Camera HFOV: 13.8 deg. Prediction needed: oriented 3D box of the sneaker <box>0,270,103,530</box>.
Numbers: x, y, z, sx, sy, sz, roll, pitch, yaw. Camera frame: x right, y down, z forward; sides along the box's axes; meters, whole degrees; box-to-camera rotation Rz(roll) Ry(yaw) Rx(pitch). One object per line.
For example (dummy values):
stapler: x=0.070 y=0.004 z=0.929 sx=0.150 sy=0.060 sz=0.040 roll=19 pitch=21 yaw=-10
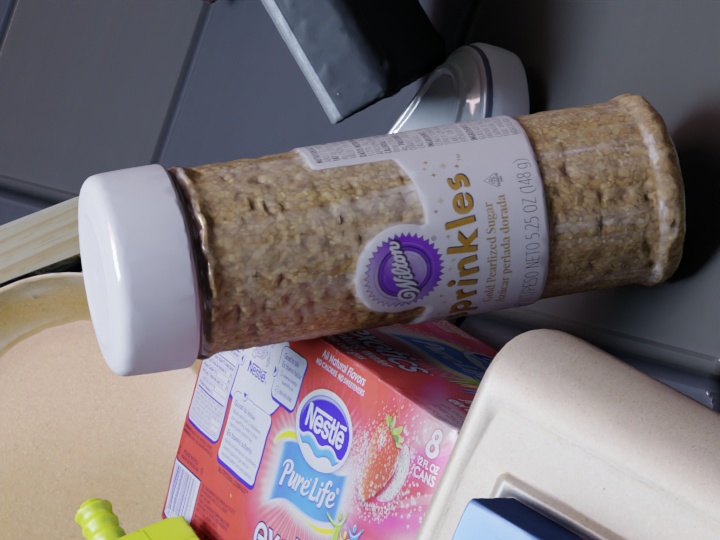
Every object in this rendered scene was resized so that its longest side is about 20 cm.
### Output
sneaker: x=-0.113 y=0.064 z=1.303 sx=0.199 sy=0.077 sz=0.112 roll=-23 pitch=72 yaw=30

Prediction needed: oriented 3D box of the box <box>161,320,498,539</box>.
box: x=0.017 y=0.078 z=1.030 sx=0.200 sy=0.095 sz=0.100 roll=31 pitch=108 yaw=61

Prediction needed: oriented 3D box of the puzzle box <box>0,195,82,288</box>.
puzzle box: x=-0.194 y=0.017 z=1.319 sx=0.133 sy=0.199 sz=0.026 roll=106 pitch=142 yaw=-83

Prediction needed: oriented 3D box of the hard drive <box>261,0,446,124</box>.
hard drive: x=-0.035 y=-0.155 z=1.141 sx=0.033 sy=0.201 sz=0.140 roll=-30 pitch=2 yaw=13

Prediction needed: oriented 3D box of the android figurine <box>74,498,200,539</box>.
android figurine: x=-0.053 y=0.171 z=1.062 sx=0.200 sy=0.041 sz=0.182 roll=58 pitch=161 yaw=27

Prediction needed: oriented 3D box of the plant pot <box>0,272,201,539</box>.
plant pot: x=-0.118 y=0.102 z=1.244 sx=0.199 sy=0.027 sz=0.201 roll=-2 pitch=85 yaw=30

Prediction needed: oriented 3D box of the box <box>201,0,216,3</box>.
box: x=-0.080 y=-0.261 z=1.336 sx=0.200 sy=0.165 sz=0.165 roll=-38 pitch=39 yaw=44

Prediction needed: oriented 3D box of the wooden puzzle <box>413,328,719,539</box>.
wooden puzzle: x=0.074 y=0.140 z=0.866 sx=0.185 sy=0.046 sz=0.201 roll=29 pitch=97 yaw=29

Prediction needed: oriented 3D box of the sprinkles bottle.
sprinkles bottle: x=0.007 y=-0.014 z=1.001 sx=0.068 sy=0.199 sz=0.069 roll=170 pitch=90 yaw=-76

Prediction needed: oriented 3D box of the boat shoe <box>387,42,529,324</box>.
boat shoe: x=0.000 y=0.000 z=1.146 sx=0.201 sy=0.065 sz=0.074 roll=-66 pitch=28 yaw=7
